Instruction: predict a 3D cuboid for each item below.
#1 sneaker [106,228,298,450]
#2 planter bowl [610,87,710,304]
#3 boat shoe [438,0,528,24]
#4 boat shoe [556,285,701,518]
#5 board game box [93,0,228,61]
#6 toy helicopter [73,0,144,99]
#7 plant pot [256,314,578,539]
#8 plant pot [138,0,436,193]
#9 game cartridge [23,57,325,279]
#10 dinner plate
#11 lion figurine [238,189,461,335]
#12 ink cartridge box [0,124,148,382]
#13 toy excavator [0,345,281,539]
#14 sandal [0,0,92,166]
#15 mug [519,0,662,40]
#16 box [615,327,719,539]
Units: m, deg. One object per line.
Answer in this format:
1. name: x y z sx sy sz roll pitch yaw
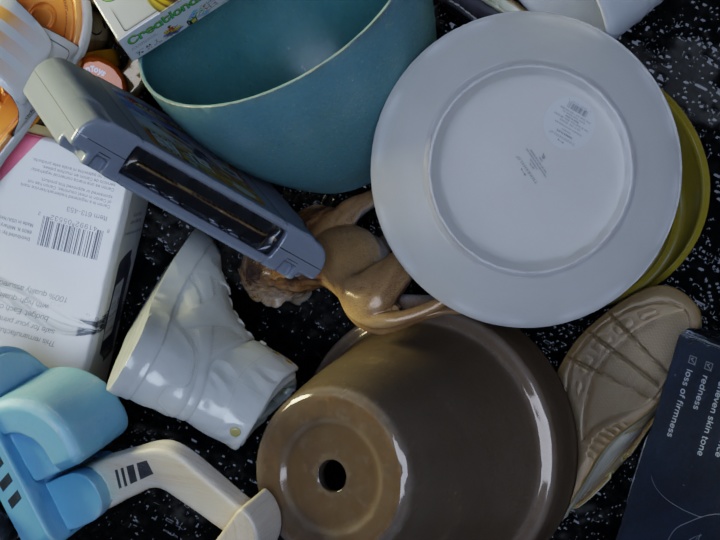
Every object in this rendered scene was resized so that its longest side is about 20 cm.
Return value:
1. sneaker: -0.096 0.051 1.461 0.115 0.200 0.074 29 118 -8
2. planter bowl: 0.130 -0.039 1.439 0.199 0.084 0.201 6 122 9
3. boat shoe: 0.124 -0.122 1.479 0.200 0.072 0.065 41 92 -6
4. boat shoe: 0.166 0.093 1.497 0.074 0.069 0.200 41 103 16
5. board game box: -0.149 -0.252 1.457 0.126 0.035 0.200 -33 65 0
6. toy helicopter: -0.234 -0.177 1.499 0.199 0.079 0.133 13 90 3
7. plant pot: 0.020 0.122 1.429 0.199 0.174 0.201 1 93 29
8. plant pot: -0.029 -0.130 1.446 0.200 0.200 0.135 -27 127 7
9. game cartridge: -0.122 -0.069 1.415 0.200 0.133 0.042 30 105 -32
10. dinner plate: 0.106 -0.063 1.367 0.199 0.024 0.201 0 92 -5
11. lion figurine: 0.000 0.000 1.454 0.122 0.200 0.073 -30 114 -15
12. ink cartridge box: -0.237 0.001 1.512 0.144 0.084 0.201 15 96 5
13. toy excavator: -0.170 0.126 1.391 0.200 0.100 0.195 -25 95 32
14. sandal: -0.248 -0.118 1.433 0.079 0.059 0.207 27 84 14
15. mug: 0.159 -0.271 1.433 0.175 0.148 0.200 -40 61 -10
16. box: 0.290 0.164 1.426 0.196 0.124 0.201 22 100 35
